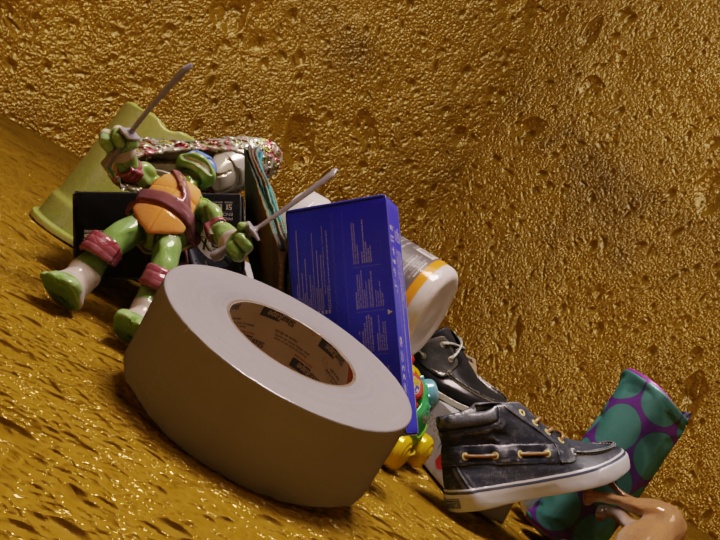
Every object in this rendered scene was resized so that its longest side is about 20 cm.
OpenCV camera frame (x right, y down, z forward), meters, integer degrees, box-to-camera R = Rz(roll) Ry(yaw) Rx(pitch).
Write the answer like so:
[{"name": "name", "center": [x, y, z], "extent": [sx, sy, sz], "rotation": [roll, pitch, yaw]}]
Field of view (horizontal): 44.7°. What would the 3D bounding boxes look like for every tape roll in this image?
[{"name": "tape roll", "center": [-0.063, 0.077, 0.621], "extent": [0.199, 0.067, 0.200], "rotation": [29, 13, -7]}]

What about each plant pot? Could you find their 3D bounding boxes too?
[{"name": "plant pot", "center": [-0.286, -0.105, 1.121], "extent": [0.199, 0.185, 0.200], "rotation": [29, 0, 0]}]

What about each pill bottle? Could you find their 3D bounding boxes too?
[{"name": "pill bottle", "center": [0.000, 0.000, 0.975], "extent": [0.199, 0.117, 0.116], "rotation": [32, 1, 19]}]

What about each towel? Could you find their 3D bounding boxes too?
[{"name": "towel", "center": [-0.092, -0.017, 0.887], "extent": [0.021, 0.148, 0.201], "rotation": [-6, 37, -14]}]

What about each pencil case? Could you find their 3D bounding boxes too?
[{"name": "pencil case", "center": [0.260, 0.208, 0.923], "extent": [0.085, 0.201, 0.092], "rotation": [36, -3, -1]}]

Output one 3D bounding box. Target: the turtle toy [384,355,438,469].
[{"name": "turtle toy", "center": [0.009, 0.119, 0.869], "extent": [0.145, 0.102, 0.200], "rotation": [30, 0, 22]}]

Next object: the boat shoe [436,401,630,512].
[{"name": "boat shoe", "center": [0.166, 0.165, 0.829], "extent": [0.198, 0.092, 0.071], "rotation": [-6, -6, -23]}]

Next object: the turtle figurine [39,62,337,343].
[{"name": "turtle figurine", "center": [-0.162, -0.050, 0.721], "extent": [0.199, 0.195, 0.144], "rotation": [-5, -43, 43]}]

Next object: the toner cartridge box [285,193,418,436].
[{"name": "toner cartridge box", "center": [-0.008, 0.043, 0.749], "extent": [0.094, 0.202, 0.043], "rotation": [-8, -12, 17]}]

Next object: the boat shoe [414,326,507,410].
[{"name": "boat shoe", "center": [0.092, 0.101, 1.026], "extent": [0.199, 0.068, 0.072], "rotation": [36, 19, 12]}]

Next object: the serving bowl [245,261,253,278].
[{"name": "serving bowl", "center": [-0.175, 0.029, 1.381], "extent": [0.199, 0.066, 0.200], "rotation": [30, 0, 0]}]

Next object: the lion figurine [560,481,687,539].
[{"name": "lion figurine", "center": [0.250, 0.245, 0.773], "extent": [0.121, 0.073, 0.200], "rotation": [1, 27, 29]}]

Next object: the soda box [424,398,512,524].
[{"name": "soda box", "center": [0.110, 0.197, 0.953], "extent": [0.063, 0.069, 0.200], "rotation": [30, 0, -15]}]

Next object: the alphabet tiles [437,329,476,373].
[{"name": "alphabet tiles", "center": [0.060, 0.094, 1.099], "extent": [0.199, 0.006, 0.167], "rotation": [26, 22, -7]}]

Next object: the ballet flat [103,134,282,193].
[{"name": "ballet flat", "center": [-0.181, -0.108, 0.963], "extent": [0.198, 0.076, 0.064], "rotation": [-4, 35, -13]}]

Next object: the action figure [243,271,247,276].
[{"name": "action figure", "center": [-0.180, 0.009, 1.157], "extent": [0.131, 0.069, 0.200], "rotation": [56, 1, -24]}]

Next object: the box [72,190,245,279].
[{"name": "box", "center": [-0.206, -0.038, 0.937], "extent": [0.162, 0.087, 0.200], "rotation": [0, 3, -7]}]

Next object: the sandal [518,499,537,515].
[{"name": "sandal", "center": [0.223, 0.265, 1.040], "extent": [0.059, 0.079, 0.207], "rotation": [28, -10, 43]}]
